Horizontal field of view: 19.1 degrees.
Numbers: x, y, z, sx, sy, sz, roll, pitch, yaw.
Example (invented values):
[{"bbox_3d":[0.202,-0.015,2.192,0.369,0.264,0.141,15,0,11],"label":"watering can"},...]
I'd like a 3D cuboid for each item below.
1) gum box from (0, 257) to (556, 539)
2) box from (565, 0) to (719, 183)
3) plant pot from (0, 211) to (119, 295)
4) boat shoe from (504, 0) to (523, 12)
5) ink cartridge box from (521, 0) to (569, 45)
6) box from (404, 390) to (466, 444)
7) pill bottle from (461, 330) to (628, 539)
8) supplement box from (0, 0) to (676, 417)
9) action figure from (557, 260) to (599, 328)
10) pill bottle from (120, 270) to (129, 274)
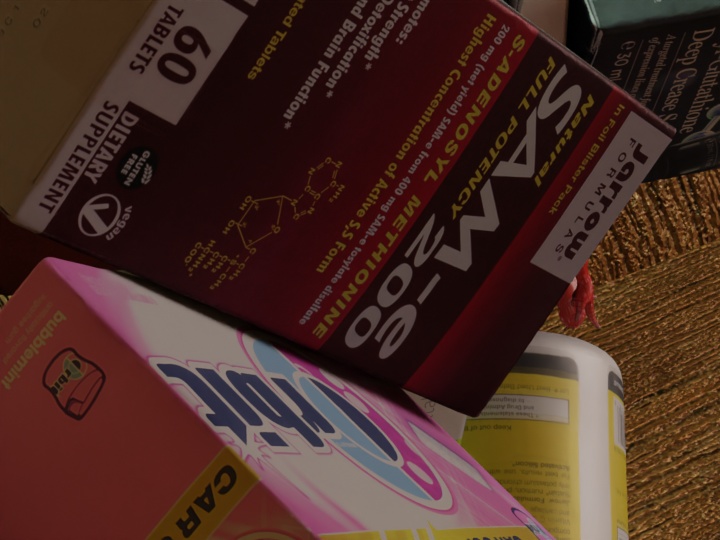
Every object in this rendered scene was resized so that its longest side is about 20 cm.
[{"bbox_3d":[-0.020,0.067,0.563,0.113,0.066,0.200,43,9,19],"label":"gum box"},{"bbox_3d":[0.170,-0.125,0.957,0.149,0.199,0.107,100,-24,-64],"label":"box"},{"bbox_3d":[-0.083,-0.105,0.706,0.176,0.199,0.200,95,-23,-55],"label":"plant pot"},{"bbox_3d":[0.031,-0.148,0.756,0.200,0.072,0.068,90,-17,-45],"label":"boat shoe"},{"bbox_3d":[0.011,-0.106,0.930,0.129,0.125,0.200,-111,-165,-45],"label":"ink cartridge box"},{"bbox_3d":[0.000,0.000,0.824,0.122,0.048,0.200,51,-40,45],"label":"box"},{"bbox_3d":[0.057,0.133,0.894,0.112,0.112,0.201,72,18,-70],"label":"pill bottle"},{"bbox_3d":[-0.010,-0.040,0.570,0.061,0.109,0.200,41,10,39],"label":"supplement box"},{"bbox_3d":[0.063,-0.001,0.883,0.200,0.065,0.052,53,33,-74],"label":"action figure"},{"bbox_3d":[-0.106,-0.065,0.941,0.200,0.112,0.112,-112,-179,-45],"label":"pill bottle"}]
